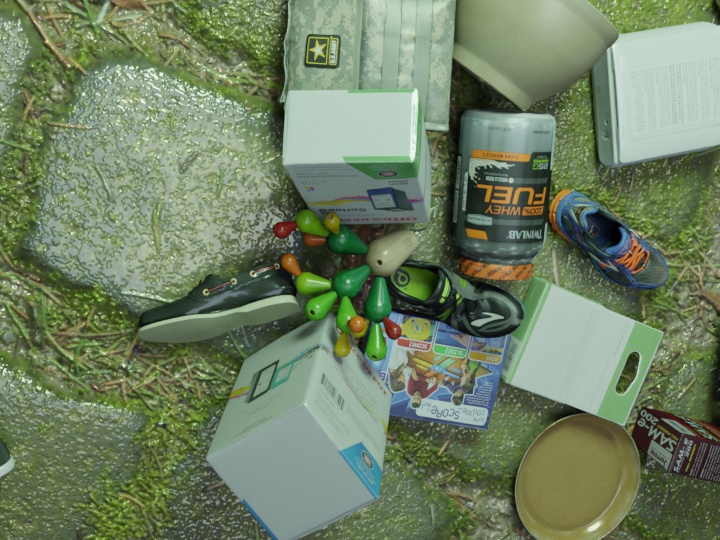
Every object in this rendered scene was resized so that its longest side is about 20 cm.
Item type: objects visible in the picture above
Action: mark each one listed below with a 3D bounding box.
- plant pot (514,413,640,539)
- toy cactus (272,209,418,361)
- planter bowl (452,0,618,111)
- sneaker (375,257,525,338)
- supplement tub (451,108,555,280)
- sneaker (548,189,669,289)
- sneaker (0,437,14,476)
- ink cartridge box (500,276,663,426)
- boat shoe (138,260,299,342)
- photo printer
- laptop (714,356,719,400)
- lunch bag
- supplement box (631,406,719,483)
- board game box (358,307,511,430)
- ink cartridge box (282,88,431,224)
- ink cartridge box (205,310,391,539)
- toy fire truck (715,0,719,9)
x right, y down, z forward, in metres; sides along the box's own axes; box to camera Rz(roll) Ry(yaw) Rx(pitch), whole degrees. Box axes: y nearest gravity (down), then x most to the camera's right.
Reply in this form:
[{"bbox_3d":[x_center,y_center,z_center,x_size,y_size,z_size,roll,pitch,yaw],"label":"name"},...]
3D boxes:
[{"bbox_3d":[0.306,0.297,1.373,0.196,0.027,0.205,-3,102,-14],"label":"plant pot"},{"bbox_3d":[0.000,0.000,1.132,0.164,0.102,0.202,-35,91,-23],"label":"toy cactus"},{"bbox_3d":[0.184,-0.276,1.137,0.198,0.201,0.136,32,101,-19],"label":"planter bowl"},{"bbox_3d":[0.110,0.036,1.208,0.196,0.083,0.072,21,94,2],"label":"sneaker"},{"bbox_3d":[0.177,-0.096,1.203,0.120,0.122,0.204,-1,102,-15],"label":"supplement tub"},{"bbox_3d":[0.338,-0.031,1.285,0.198,0.078,0.076,30,93,-19],"label":"sneaker"},{"bbox_3d":[-0.511,0.214,1.108,0.197,0.071,0.101,-18,104,-18],"label":"sneaker"},{"bbox_3d":[0.300,0.112,1.321,0.197,0.048,0.148,21,95,-19],"label":"ink cartridge box"},{"bbox_3d":[-0.174,0.040,1.169,0.197,0.074,0.064,-15,69,-2],"label":"boat shoe"},{"bbox_3d":[0.405,-0.234,1.266,0.196,0.069,0.170,-12,104,-13],"label":"photo printer"},{"bbox_3d":[0.606,0.162,1.370,0.174,0.202,0.104,-1,139,-27],"label":"laptop"},{"bbox_3d":[0.004,-0.251,1.128,0.196,0.118,0.168,2,98,-11],"label":"lunch bag"},{"bbox_3d":[0.499,0.258,1.375,0.196,0.109,0.062,14,99,-19],"label":"supplement box"},{"bbox_3d":[0.090,0.129,1.272,0.196,0.034,0.138,12,98,-17],"label":"board game box"},{"bbox_3d":[0.003,-0.122,1.087,0.142,0.200,0.089,0,76,8],"label":"ink cartridge box"},{"bbox_3d":[-0.064,0.181,1.134,0.145,0.201,0.148,-30,110,20],"label":"ink cartridge box"},{"bbox_3d":[0.577,-0.370,1.216,0.175,0.200,0.129,-39,108,-4],"label":"toy fire truck"}]
